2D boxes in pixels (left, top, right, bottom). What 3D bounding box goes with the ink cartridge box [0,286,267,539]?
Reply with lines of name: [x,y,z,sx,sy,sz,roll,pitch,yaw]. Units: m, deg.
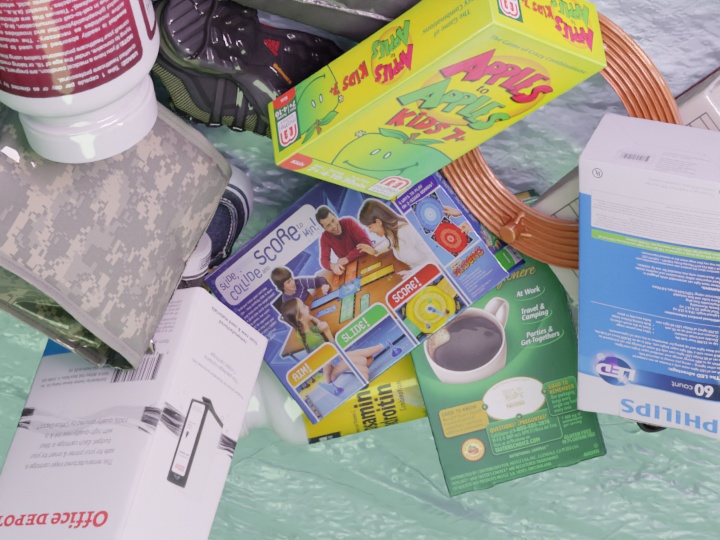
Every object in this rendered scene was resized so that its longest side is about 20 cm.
ink cartridge box: [-0.166,0.122,1.793,0.146,0.200,0.084,-6,147,39]

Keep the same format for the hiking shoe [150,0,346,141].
hiking shoe: [-0.076,-0.127,1.710,0.101,0.076,0.200,-5,149,47]

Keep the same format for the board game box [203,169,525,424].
board game box: [0.000,0.000,1.805,0.200,0.034,0.135,-38,88,29]

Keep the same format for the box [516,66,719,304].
box: [0.225,-0.048,1.703,0.128,0.109,0.200,53,137,-3]

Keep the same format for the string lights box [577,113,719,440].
string lights box: [0.193,0.006,1.631,0.103,0.059,0.200,12,129,19]

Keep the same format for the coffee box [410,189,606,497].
coffee box: [0.095,0.051,1.847,0.123,0.200,0.044,-16,-170,3]

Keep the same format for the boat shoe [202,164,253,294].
boat shoe: [-0.130,0.002,1.891,0.071,0.091,0.200,13,147,-14]

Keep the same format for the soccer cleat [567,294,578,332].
soccer cleat: [0.191,0.021,1.913,0.200,0.069,0.078,11,154,2]

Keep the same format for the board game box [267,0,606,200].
board game box: [0.046,-0.116,1.614,0.101,0.048,0.200,16,146,-40]

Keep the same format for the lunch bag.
lunch bag: [-0.191,-0.045,1.726,0.117,0.164,0.200,4,153,49]

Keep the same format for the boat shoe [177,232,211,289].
boat shoe: [-0.206,-0.022,1.832,0.200,0.071,0.064,22,121,8]

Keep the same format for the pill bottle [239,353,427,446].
pill bottle: [-0.018,0.069,1.925,0.200,0.112,0.112,-13,148,-1]

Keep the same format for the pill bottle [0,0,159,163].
pill bottle: [-0.186,-0.168,1.554,0.113,0.113,0.200,-3,130,12]

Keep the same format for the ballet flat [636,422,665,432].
ballet flat: [0.285,0.079,1.986,0.073,0.073,0.200,29,140,-35]

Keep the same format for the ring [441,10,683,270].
ring: [0.122,-0.087,1.670,0.200,0.019,0.201,21,130,28]

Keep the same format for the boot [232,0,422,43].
boot: [-0.026,-0.197,1.574,0.200,0.073,0.182,19,160,-11]
